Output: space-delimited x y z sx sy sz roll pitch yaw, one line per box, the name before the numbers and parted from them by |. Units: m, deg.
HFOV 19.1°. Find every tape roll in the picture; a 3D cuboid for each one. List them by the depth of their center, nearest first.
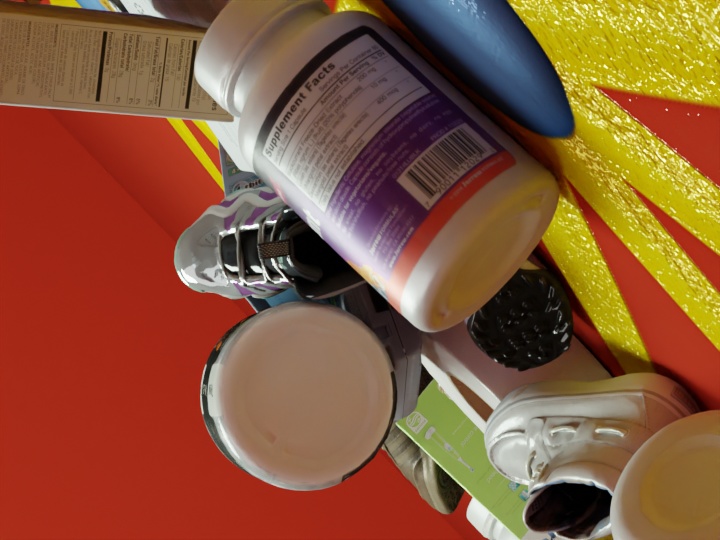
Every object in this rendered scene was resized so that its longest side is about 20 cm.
tape roll | 0.121 0.086 1.526 0.202 0.071 0.202 45 174 6

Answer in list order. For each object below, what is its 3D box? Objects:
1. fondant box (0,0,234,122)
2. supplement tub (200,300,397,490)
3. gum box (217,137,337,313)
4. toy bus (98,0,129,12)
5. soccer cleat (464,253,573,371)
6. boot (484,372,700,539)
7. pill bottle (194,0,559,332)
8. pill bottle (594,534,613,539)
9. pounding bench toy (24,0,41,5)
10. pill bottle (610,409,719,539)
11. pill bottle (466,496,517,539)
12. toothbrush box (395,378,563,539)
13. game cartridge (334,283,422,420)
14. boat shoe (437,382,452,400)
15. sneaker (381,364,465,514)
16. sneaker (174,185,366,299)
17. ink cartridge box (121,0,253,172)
fondant box | -0.193 -0.135 1.336 0.198 0.059 0.144 3 -170 -32
supplement tub | -0.046 0.085 1.454 0.123 0.122 0.200 46 172 -3
gum box | -0.051 -0.027 1.633 0.170 0.044 0.201 54 -161 -49
toy bus | -0.180 -0.237 1.517 0.200 0.065 0.078 48 174 -18
soccer cleat | 0.073 -0.013 1.338 0.200 0.068 0.074 47 -163 -40
boot | 0.123 0.123 1.341 0.074 0.096 0.200 48 149 -11
pill bottle | 0.003 -0.071 1.170 0.200 0.111 0.112 44 173 20
pill bottle | 0.175 0.207 1.345 0.111 0.200 0.111 44 172 8
pounding bench toy | -0.238 -0.288 1.319 0.200 0.124 0.156 51 171 -31
pill bottle | 0.230 0.178 1.220 0.200 0.112 0.112 51 171 -36
pill bottle | 0.190 0.258 1.900 0.200 0.112 0.112 43 172 25
toothbrush box | 0.144 0.175 1.752 0.200 0.086 0.146 43 -179 35
game cartridge | 0.000 0.000 1.525 0.134 0.040 0.201 100 153 -64
boat shoe | 0.088 0.076 1.675 0.200 0.065 0.071 44 173 12
sneaker | 0.040 0.128 1.850 0.075 0.071 0.201 8 136 30
sneaker | -0.051 -0.018 1.393 0.140 0.198 0.078 -28 -76 -69
ink cartridge box | -0.080 -0.147 1.414 0.200 0.041 0.200 55 162 -22
